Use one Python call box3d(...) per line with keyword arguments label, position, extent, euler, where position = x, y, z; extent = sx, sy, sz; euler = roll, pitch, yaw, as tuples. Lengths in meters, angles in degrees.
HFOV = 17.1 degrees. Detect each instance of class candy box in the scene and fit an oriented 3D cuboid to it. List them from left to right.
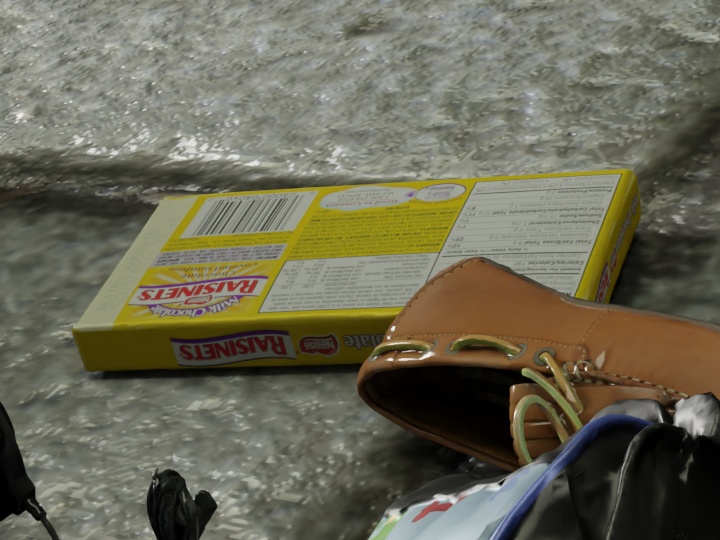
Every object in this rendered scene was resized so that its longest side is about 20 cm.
box3d(label="candy box", position=(0.000, 0.000, 0.910), extent=(0.200, 0.026, 0.102), euler=(-2, 33, 21))

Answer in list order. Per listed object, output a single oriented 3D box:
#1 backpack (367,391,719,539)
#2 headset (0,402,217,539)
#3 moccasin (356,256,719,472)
box3d(label="backpack", position=(0.040, 0.155, 0.453), extent=(0.200, 0.183, 0.147), euler=(-57, 11, -30))
box3d(label="headset", position=(-0.145, 0.071, 0.752), extent=(0.200, 0.094, 0.124), euler=(16, 48, 6))
box3d(label="moccasin", position=(0.073, 0.048, 0.743), extent=(0.078, 0.074, 0.201), euler=(-39, 39, -24))
